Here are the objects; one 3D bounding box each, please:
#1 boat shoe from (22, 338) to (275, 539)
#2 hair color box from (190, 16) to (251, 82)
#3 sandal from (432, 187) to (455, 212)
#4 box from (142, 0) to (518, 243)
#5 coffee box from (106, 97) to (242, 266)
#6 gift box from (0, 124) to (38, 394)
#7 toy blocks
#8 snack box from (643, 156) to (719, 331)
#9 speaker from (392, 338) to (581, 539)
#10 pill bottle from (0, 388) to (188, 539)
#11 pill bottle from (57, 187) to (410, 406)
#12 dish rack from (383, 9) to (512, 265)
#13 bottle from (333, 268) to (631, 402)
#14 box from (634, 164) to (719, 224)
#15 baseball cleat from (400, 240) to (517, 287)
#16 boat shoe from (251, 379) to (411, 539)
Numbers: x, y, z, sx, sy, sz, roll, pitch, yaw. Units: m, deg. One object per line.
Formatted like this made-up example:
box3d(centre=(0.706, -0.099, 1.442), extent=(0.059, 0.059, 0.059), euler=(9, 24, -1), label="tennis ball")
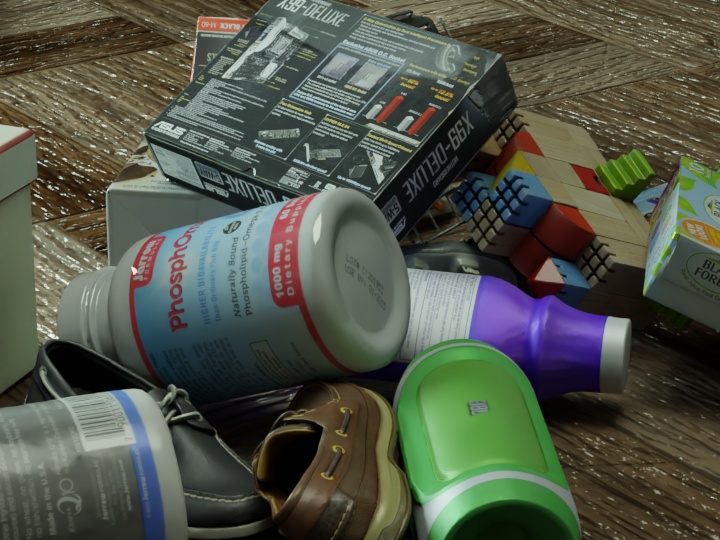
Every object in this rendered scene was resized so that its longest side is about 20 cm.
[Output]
box3d(centre=(-0.124, 0.095, 1.308), extent=(0.073, 0.063, 0.200), euler=(-17, 29, -42), label="boat shoe")
box3d(centre=(-0.056, -0.151, 1.809), extent=(0.111, 0.064, 0.200), euler=(5, -2, 10), label="hair color box")
box3d(centre=(0.018, -0.095, 1.678), extent=(0.079, 0.059, 0.207), euler=(26, 1, 32), label="sandal")
box3d(centre=(-0.021, -0.101, 1.520), extent=(0.200, 0.050, 0.158), euler=(21, 59, 36), label="box")
box3d(centre=(-0.104, -0.055, 1.653), extent=(0.113, 0.080, 0.200), euler=(4, 22, 7), label="coffee box")
box3d(centre=(-0.319, -0.009, 1.395), extent=(0.199, 0.187, 0.185), euler=(8, 23, 15), label="gift box")
box3d(centre=(0.123, -0.039, 1.522), extent=(0.136, 0.100, 0.200), euler=(11, 38, -42), label="toy blocks")
box3d(centre=(0.279, 0.012, 1.445), extent=(0.200, 0.053, 0.142), euler=(25, 23, -1), label="snack box")
box3d(centre=(0.066, 0.110, 1.251), extent=(0.088, 0.089, 0.200), euler=(-1, 22, -5), label="speaker")
box3d(centre=(-0.197, 0.128, 1.159), extent=(0.199, 0.114, 0.114), euler=(-8, 24, -19), label="pill bottle")
box3d(centre=(-0.079, 0.022, 1.374), extent=(0.200, 0.109, 0.109), euler=(-13, 14, 28), label="pill bottle")
box3d(centre=(0.066, -0.096, 1.639), extent=(0.055, 0.200, 0.153), euler=(-30, -1, 41), label="dish rack")
box3d(centre=(0.067, 0.043, 1.422), extent=(0.199, 0.065, 0.084), euler=(5, 57, 11), label="bottle")
box3d(centre=(0.272, -0.029, 1.656), extent=(0.200, 0.038, 0.136), euler=(-19, 29, -39), label="box")
box3d(centre=(0.000, 0.000, 1.527), extent=(0.199, 0.070, 0.107), euler=(-4, 31, -13), label="baseball cleat")
box3d(centre=(-0.022, 0.102, 1.250), extent=(0.067, 0.072, 0.200), euler=(29, 13, -15), label="boat shoe")
